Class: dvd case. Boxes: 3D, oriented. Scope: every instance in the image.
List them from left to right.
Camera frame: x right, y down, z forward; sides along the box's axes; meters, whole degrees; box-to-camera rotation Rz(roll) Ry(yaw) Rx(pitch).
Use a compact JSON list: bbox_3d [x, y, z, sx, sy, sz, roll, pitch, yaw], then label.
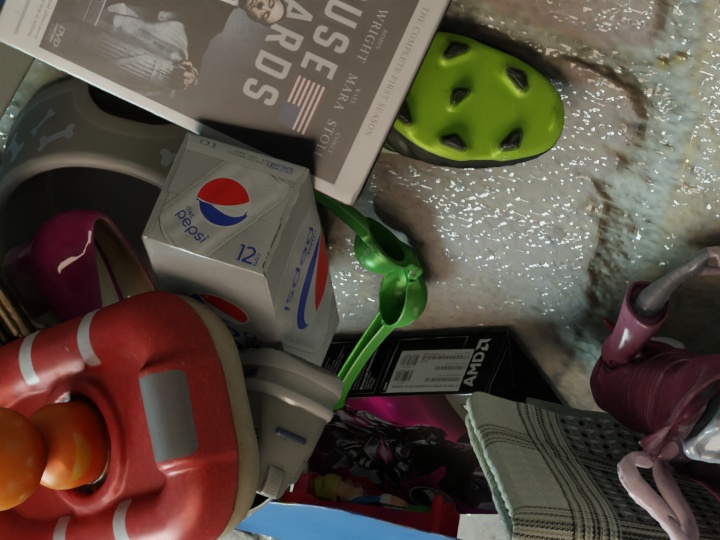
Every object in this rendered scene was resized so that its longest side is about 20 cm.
[{"bbox_3d":[-0.063,-0.138,1.349,0.200,0.025,0.151,25,112,-1],"label":"dvd case"}]

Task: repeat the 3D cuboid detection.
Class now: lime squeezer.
[{"bbox_3d":[0.000,0.000,1.558,0.070,0.038,0.200,-4,137,7],"label":"lime squeezer"}]

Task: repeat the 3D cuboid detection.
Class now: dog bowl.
[{"bbox_3d":[-0.123,-0.017,1.579,0.200,0.059,0.200,15,139,13],"label":"dog bowl"}]

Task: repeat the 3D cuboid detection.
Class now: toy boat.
[{"bbox_3d":[-0.153,0.089,1.386,0.131,0.131,0.200,-6,171,-43],"label":"toy boat"}]

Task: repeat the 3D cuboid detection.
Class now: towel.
[{"bbox_3d":[0.157,0.114,1.495,0.192,0.200,0.035,8,106,-9],"label":"towel"}]

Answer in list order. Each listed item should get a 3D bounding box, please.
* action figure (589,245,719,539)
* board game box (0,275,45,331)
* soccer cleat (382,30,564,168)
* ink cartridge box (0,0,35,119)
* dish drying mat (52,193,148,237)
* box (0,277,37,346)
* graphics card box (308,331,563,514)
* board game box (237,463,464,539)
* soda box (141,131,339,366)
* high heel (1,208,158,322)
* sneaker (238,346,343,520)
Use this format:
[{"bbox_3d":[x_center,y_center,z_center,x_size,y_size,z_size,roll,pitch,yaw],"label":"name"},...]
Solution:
[{"bbox_3d":[0.173,0.078,1.465,0.134,0.149,0.200,53,167,-26],"label":"action figure"},{"bbox_3d":[-0.187,0.108,1.731,0.200,0.160,0.097,34,146,-16],"label":"board game box"},{"bbox_3d":[0.006,-0.091,1.418,0.199,0.068,0.081,7,180,6],"label":"soccer cleat"},{"bbox_3d":[-0.282,-0.085,1.474,0.145,0.200,0.147,35,146,-17],"label":"ink cartridge box"},{"bbox_3d":[-0.137,-0.018,1.647,0.199,0.018,0.077,13,141,15],"label":"dish drying mat"},{"bbox_3d":[-0.193,0.043,1.582,0.164,0.021,0.200,56,175,-1],"label":"box"},{"bbox_3d":[0.029,0.095,1.675,0.200,0.051,0.126,-4,138,35],"label":"graphics card box"},{"bbox_3d":[0.002,0.143,1.667,0.200,0.039,0.158,16,165,-28],"label":"board game box"},{"bbox_3d":[-0.058,0.006,1.429,0.068,0.064,0.200,17,159,12],"label":"soda box"},{"bbox_3d":[-0.112,0.048,1.548,0.200,0.067,0.096,54,144,-11],"label":"high heel"},{"bbox_3d":[-0.082,0.097,1.465,0.075,0.082,0.200,26,157,-15],"label":"sneaker"}]
